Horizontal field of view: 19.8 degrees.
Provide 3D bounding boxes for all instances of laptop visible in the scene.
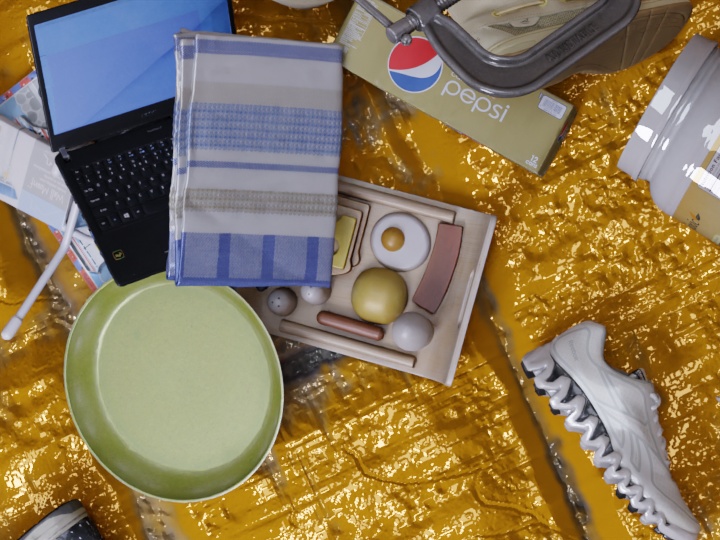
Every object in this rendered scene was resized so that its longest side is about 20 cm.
[{"bbox_3d":[-0.149,-0.118,1.632,0.176,0.103,0.201,-20,68,-22],"label":"laptop"}]

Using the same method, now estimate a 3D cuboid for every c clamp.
[{"bbox_3d":[0.109,-0.213,1.582,0.199,0.027,0.171,-30,63,-18],"label":"c clamp"}]

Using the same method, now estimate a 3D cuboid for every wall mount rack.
[{"bbox_3d":[-0.302,-0.051,1.721,0.199,0.074,0.175,27,112,19],"label":"wall mount rack"}]

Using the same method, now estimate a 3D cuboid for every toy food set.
[{"bbox_3d":[0.000,0.000,1.686,0.198,0.060,0.145,15,92,11],"label":"toy food set"}]

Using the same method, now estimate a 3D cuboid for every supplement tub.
[{"bbox_3d":[0.314,-0.081,1.597,0.199,0.144,0.145,32,94,8],"label":"supplement tub"}]

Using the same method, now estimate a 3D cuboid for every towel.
[{"bbox_3d":[-0.084,-0.087,1.627,0.146,0.024,0.202,0,95,-25],"label":"towel"}]

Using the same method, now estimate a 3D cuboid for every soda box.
[{"bbox_3d":[0.075,-0.151,1.674,0.199,0.068,0.064,30,94,8],"label":"soda box"}]

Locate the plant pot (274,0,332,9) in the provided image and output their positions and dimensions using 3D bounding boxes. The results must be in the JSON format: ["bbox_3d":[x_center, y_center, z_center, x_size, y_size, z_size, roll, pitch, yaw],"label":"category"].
[{"bbox_3d":[-0.048,-0.290,1.644,0.200,0.200,0.135,35,110,8],"label":"plant pot"}]

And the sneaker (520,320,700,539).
[{"bbox_3d":[0.215,0.130,1.651,0.081,0.075,0.201,-36,85,-2],"label":"sneaker"}]

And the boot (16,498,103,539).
[{"bbox_3d":[-0.264,0.310,1.721,0.203,0.073,0.154,-44,86,7],"label":"boot"}]

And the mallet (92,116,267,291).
[{"bbox_3d":[-0.134,-0.069,1.697,0.200,0.041,0.066,41,92,11],"label":"mallet"}]

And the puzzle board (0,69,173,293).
[{"bbox_3d":[-0.215,-0.094,1.745,0.150,0.017,0.201,-36,84,7],"label":"puzzle board"}]

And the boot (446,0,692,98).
[{"bbox_3d":[0.152,-0.227,1.655,0.199,0.073,0.156,-18,58,-20],"label":"boot"}]

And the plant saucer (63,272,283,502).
[{"bbox_3d":[-0.151,0.091,1.707,0.198,0.031,0.202,4,102,19],"label":"plant saucer"}]

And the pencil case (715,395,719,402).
[{"bbox_3d":[0.380,0.072,1.619,0.200,0.078,0.089,-43,98,6],"label":"pencil case"}]
